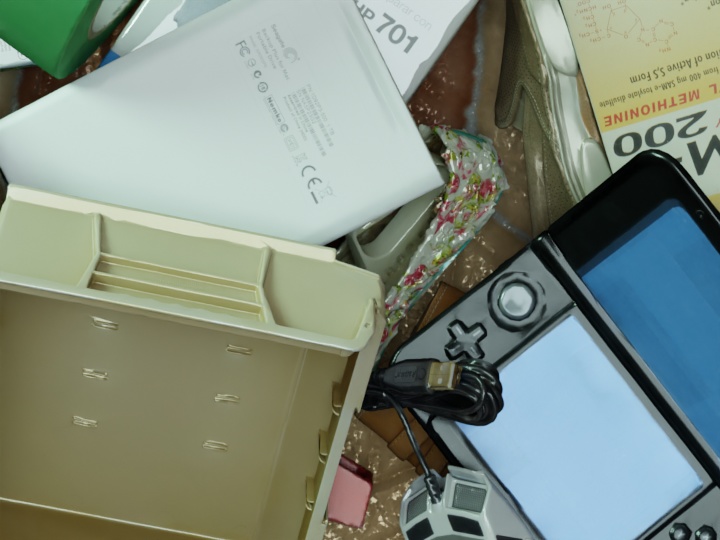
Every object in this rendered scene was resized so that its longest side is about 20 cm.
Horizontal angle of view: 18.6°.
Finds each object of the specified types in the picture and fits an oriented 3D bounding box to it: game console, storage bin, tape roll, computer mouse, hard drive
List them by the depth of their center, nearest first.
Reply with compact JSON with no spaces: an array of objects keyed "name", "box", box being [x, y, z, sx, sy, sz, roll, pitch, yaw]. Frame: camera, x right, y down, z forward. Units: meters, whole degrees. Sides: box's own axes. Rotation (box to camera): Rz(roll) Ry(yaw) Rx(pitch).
[{"name":"storage bin","box":[-0.104,0.081,1.089,0.197,0.094,0.201,11,120,-7]},{"name":"tape roll","box":[-0.113,-0.191,1.110,0.048,0.200,0.201,35,93,-3]},{"name":"game console","box":[0.137,0.071,1.115,0.176,0.116,0.200,-38,87,-4]},{"name":"hard drive","box":[-0.075,-0.059,1.124,0.199,0.026,0.133,-27,95,5]},{"name":"computer mouse","box":[0.057,0.135,1.136,0.109,0.044,0.201,-13,102,43]}]

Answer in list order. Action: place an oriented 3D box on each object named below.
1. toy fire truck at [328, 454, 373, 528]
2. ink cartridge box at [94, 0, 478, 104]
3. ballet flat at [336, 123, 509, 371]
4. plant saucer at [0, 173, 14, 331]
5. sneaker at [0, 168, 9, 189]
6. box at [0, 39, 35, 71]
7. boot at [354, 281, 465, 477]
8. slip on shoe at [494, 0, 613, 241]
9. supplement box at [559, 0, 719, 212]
[{"name":"toy fire truck","box":[-0.104,0.144,1.210,0.199,0.049,0.142,18,93,-1]},{"name":"ink cartridge box","box":[-0.042,-0.121,1.174,0.146,0.086,0.201,35,96,-3]},{"name":"ballet flat","box":[0.000,0.000,1.187,0.076,0.064,0.200,33,86,41]},{"name":"plant saucer","box":[-0.245,-0.040,1.154,0.037,0.200,0.201,-39,95,-42]},{"name":"sneaker","box":[-0.134,-0.010,1.196,0.086,0.080,0.200,-44,98,-13]},{"name":"box","box":[-0.244,-0.202,1.190,0.109,0.035,0.202,-9,94,0]},{"name":"boot","box":[0.062,0.119,1.202,0.154,0.074,0.201,30,83,-3]},{"name":"slip on shoe","box":[0.099,-0.094,1.188,0.060,0.076,0.201,-16,99,16]},{"name":"supplement box","box":[0.187,-0.100,1.143,0.125,0.073,0.201,-17,94,25]}]
